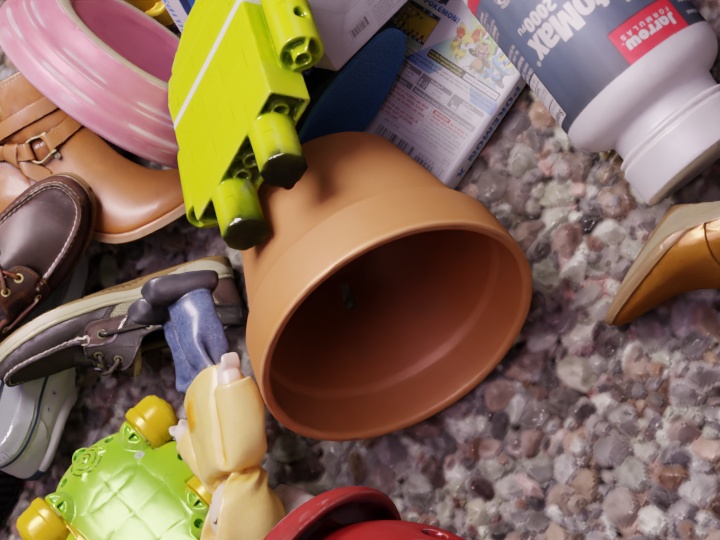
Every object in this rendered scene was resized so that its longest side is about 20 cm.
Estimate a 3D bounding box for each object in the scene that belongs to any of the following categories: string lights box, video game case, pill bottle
[{"bbox_3d":[-0.056,-0.211,1.065,0.103,0.059,0.199,-47,36,-20],"label":"string lights box"},{"bbox_3d":[0.037,-0.174,1.094,0.200,0.022,0.183,38,97,28],"label":"video game case"},{"bbox_3d":[0.169,-0.151,0.964,0.119,0.119,0.201,-39,79,13],"label":"pill bottle"}]

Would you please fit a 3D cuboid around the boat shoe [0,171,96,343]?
[{"bbox_3d":[-0.276,0.011,1.087,0.070,0.070,0.200,39,105,0],"label":"boat shoe"}]

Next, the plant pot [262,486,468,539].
[{"bbox_3d":[0.017,0.256,0.919,0.182,0.200,0.202,25,90,34],"label":"plant pot"}]

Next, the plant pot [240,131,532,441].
[{"bbox_3d":[0.000,0.000,0.991,0.200,0.200,0.141,-42,49,12],"label":"plant pot"}]

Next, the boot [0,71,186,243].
[{"bbox_3d":[-0.218,-0.093,1.122,0.198,0.074,0.156,-20,99,3],"label":"boot"}]

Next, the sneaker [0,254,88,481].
[{"bbox_3d":[-0.261,0.075,1.160,0.072,0.071,0.202,-1,58,27],"label":"sneaker"}]

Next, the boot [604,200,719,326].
[{"bbox_3d":[0.263,0.001,0.922,0.143,0.071,0.202,34,127,1],"label":"boot"}]

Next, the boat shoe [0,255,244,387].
[{"bbox_3d":[-0.183,0.050,1.091,0.198,0.073,0.065,-23,77,-10],"label":"boat shoe"}]

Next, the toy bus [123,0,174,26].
[{"bbox_3d":[-0.221,-0.318,1.153,0.134,0.192,0.202,5,80,27],"label":"toy bus"}]

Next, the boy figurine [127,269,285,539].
[{"bbox_3d":[-0.104,0.106,0.984,0.124,0.064,0.202,-41,61,55],"label":"boy figurine"}]

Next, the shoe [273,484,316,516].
[{"bbox_3d":[-0.088,0.237,0.987,0.053,0.070,0.201,30,73,22],"label":"shoe"}]

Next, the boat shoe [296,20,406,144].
[{"bbox_3d":[-0.049,-0.115,1.066,0.200,0.084,0.069,-49,60,7],"label":"boat shoe"}]

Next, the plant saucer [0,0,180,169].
[{"bbox_3d":[-0.180,-0.156,1.090,0.201,0.200,0.051,46,109,25],"label":"plant saucer"}]

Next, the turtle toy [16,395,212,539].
[{"bbox_3d":[-0.148,0.201,1.057,0.146,0.101,0.200,-42,65,-14],"label":"turtle toy"}]

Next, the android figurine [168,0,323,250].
[{"bbox_3d":[-0.084,-0.117,0.966,0.183,0.041,0.201,-57,38,37],"label":"android figurine"}]

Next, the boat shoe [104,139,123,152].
[{"bbox_3d":[-0.290,-0.107,1.198,0.200,0.086,0.075,-15,73,21],"label":"boat shoe"}]

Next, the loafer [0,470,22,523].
[{"bbox_3d":[-0.348,0.207,1.168,0.071,0.073,0.201,32,93,27],"label":"loafer"}]
